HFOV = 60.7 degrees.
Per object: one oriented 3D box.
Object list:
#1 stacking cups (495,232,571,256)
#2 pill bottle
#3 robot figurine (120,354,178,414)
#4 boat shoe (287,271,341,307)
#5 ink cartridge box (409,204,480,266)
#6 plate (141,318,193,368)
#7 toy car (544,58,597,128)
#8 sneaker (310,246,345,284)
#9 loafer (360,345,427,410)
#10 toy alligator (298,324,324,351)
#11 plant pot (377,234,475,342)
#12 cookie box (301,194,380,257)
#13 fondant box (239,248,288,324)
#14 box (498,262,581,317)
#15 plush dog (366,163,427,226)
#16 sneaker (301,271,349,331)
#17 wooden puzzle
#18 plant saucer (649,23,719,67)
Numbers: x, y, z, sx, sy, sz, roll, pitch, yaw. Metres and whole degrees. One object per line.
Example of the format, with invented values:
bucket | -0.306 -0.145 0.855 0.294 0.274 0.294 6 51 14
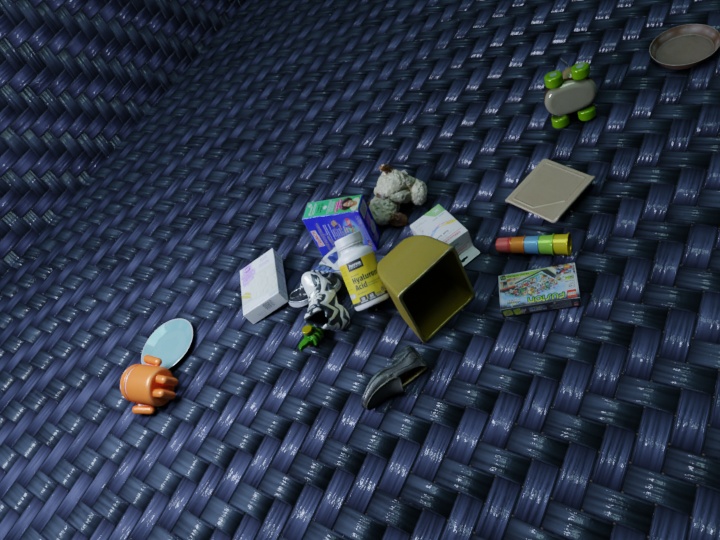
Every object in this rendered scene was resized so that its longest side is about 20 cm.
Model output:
stacking cups | 0.458 -0.072 1.637 0.195 0.061 0.062 3 53 31
pill bottle | 0.000 0.000 1.720 0.108 0.205 0.111 -23 0 0
robot figurine | -0.642 0.346 1.849 0.194 0.148 0.116 2 23 29
boat shoe | -0.151 0.052 1.846 0.196 0.068 0.073 -17 37 33
ink cartridge box | 0.242 -0.091 1.769 0.116 0.068 0.201 -35 44 -4
plate | -0.620 0.247 1.988 0.194 0.026 0.204 -15 47 16
toy car | 0.641 -0.575 1.909 0.153 0.167 0.203 -12 37 18
sneaker | -0.053 -0.021 1.864 0.195 0.081 0.117 6 57 35
loafer | 0.083 0.278 1.538 0.200 0.073 0.072 -45 50 -11
toy alligator | -0.121 0.155 1.765 0.053 0.061 0.202 5 42 18
plant pot | 0.153 0.023 1.640 0.194 0.196 0.200 -39 39 -8
cookie box | -0.058 -0.136 1.902 0.194 0.173 0.077 -5 46 24
fondant box | -0.308 0.048 1.947 0.142 0.058 0.203 -32 42 15
box | 0.451 0.050 1.554 0.194 0.035 0.113 -11 48 20
plush dog | 0.090 -0.227 1.935 0.197 0.159 0.177 22 90 42
sneaker | -0.125 0.089 1.724 0.079 0.128 0.202 -39 74 25
wooden puzzle | 0.538 -0.226 1.749 0.185 0.038 0.199 -45 41 -12
plant saucer | 0.994 -0.681 1.886 0.195 0.035 0.205 -16 47 17
